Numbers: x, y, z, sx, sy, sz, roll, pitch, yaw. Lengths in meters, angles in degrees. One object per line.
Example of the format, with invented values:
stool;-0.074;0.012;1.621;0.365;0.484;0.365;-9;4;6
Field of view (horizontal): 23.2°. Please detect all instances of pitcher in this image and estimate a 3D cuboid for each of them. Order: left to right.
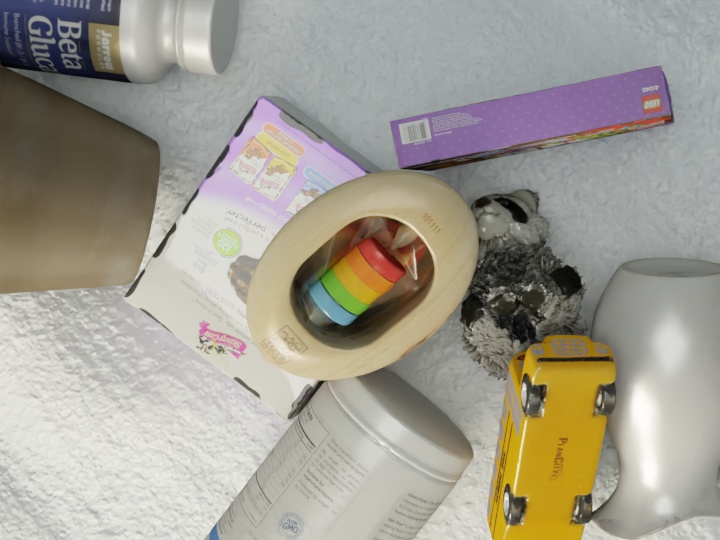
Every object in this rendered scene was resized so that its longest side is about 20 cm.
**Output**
pitcher;0.258;0.094;1.325;0.172;0.121;0.200;-4;102;-13

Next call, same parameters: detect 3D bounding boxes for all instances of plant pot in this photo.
plant pot;-0.253;-0.063;1.369;0.173;0.200;0.200;10;97;-15

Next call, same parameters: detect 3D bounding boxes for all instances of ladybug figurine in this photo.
ladybug figurine;0.000;0.000;1.297;0.200;0.072;0.136;-37;105;19

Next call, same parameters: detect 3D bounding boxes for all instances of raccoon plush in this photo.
raccoon plush;0.117;0.034;1.372;0.097;0.134;0.200;-6;126;-4

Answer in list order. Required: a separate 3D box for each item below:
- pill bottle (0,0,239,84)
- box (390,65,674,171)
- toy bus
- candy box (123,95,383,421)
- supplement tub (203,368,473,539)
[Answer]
pill bottle;-0.202;-0.206;1.382;0.200;0.111;0.111;8;96;10
box;0.132;-0.111;1.312;0.200;0.137;0.039;-11;91;12
toy bus;0.141;0.130;1.311;0.065;0.078;0.200;0;125;-7
candy box;-0.060;-0.010;1.390;0.168;0.072;0.200;37;99;6
supplement tub;-0.020;0.182;1.366;0.132;0.132;0.200;39;100;6
